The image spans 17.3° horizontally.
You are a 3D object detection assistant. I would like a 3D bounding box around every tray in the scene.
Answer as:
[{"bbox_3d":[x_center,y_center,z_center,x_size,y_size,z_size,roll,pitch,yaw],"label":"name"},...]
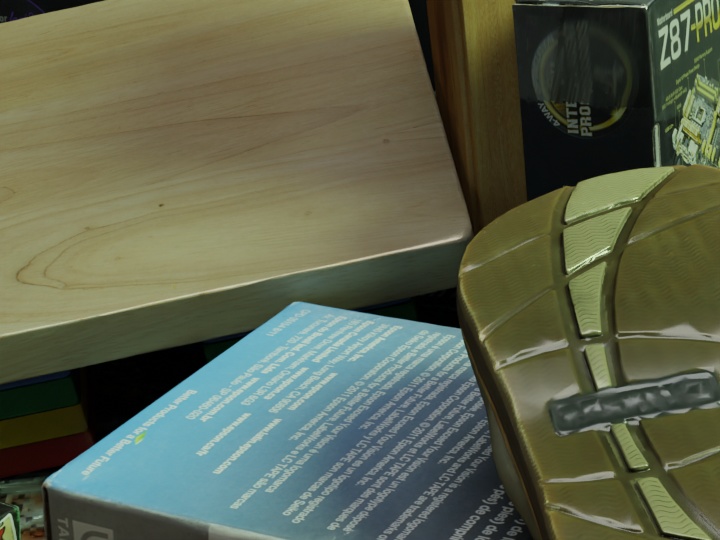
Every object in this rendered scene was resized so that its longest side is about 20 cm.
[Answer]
[{"bbox_3d":[0.042,-0.081,0.762,0.037,0.201,0.099,-7,24,-3],"label":"tray"}]

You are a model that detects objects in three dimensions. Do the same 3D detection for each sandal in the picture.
[{"bbox_3d":[0.068,0.040,0.562,0.080,0.054,0.200,-8,36,1],"label":"sandal"}]

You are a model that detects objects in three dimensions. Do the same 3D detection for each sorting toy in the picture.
[{"bbox_3d":[-0.068,-0.019,0.819,0.199,0.070,0.199,-12,36,0],"label":"sorting toy"}]

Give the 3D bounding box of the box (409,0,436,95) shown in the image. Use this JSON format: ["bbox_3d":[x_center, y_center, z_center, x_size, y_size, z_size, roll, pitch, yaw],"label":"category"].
[{"bbox_3d":[0.008,-0.168,1.079,0.117,0.197,0.200,-44,-7,36],"label":"box"}]

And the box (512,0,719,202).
[{"bbox_3d":[0.112,-0.032,0.766,0.049,0.162,0.200,6,23,26],"label":"box"}]

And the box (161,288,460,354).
[{"bbox_3d":[0.000,0.000,0.884,0.199,0.032,0.121,3,22,22],"label":"box"}]

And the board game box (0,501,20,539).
[{"bbox_3d":[-0.212,0.080,0.716,0.200,0.024,0.105,9,24,31],"label":"board game box"}]

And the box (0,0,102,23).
[{"bbox_3d":[-0.136,-0.181,1.163,0.122,0.201,0.106,8,24,29],"label":"box"}]

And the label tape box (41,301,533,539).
[{"bbox_3d":[0.038,0.072,0.632,0.199,0.063,0.144,9,23,25],"label":"label tape box"}]
